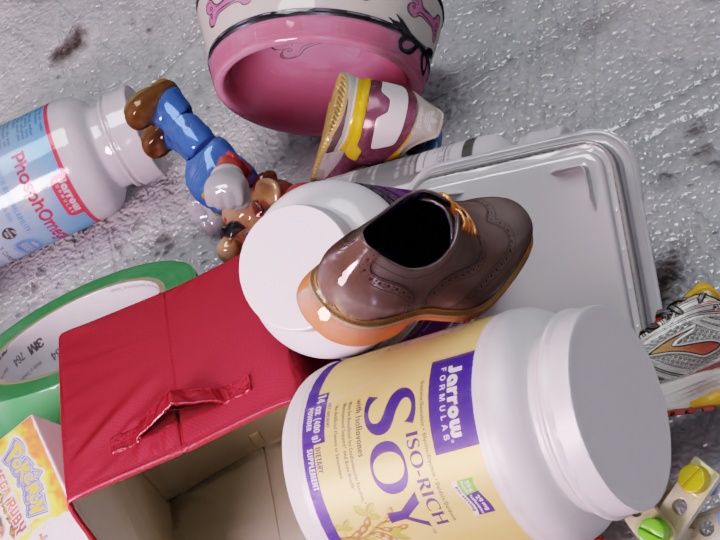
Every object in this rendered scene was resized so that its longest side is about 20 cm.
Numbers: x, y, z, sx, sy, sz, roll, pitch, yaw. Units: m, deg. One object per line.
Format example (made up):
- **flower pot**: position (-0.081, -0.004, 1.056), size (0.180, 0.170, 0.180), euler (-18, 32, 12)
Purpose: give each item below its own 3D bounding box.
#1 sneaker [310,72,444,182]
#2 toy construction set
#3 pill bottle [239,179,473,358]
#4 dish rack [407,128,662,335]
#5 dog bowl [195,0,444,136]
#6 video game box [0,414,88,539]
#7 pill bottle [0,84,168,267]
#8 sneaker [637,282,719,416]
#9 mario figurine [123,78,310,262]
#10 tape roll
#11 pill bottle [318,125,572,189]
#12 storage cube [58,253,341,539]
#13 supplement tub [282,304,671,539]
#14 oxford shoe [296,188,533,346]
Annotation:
- **sneaker**: position (0.014, -0.097, 1.704), size (0.090, 0.200, 0.075), euler (14, 84, -2)
- **toy construction set**: position (0.139, 0.174, 1.400), size (0.200, 0.092, 0.131), euler (-40, 67, 0)
- **pill bottle**: position (0.000, 0.000, 1.428), size (0.112, 0.200, 0.113), euler (-1, 88, 24)
- **dish rack**: position (0.115, 0.012, 1.513), size (0.171, 0.044, 0.201), euler (-12, 84, 19)
- **dog bowl**: position (-0.033, -0.174, 1.763), size (0.199, 0.200, 0.074), euler (-9, 65, 23)
- **video game box**: position (-0.244, 0.231, 1.517), size (0.182, 0.047, 0.200), euler (-37, 59, 11)
- **pill bottle**: position (-0.267, -0.077, 1.858), size (0.199, 0.109, 0.109), euler (-24, 41, 8)
- **sneaker**: position (0.203, 0.052, 1.437), size (0.199, 0.083, 0.078), euler (-9, -2, -6)
- **mario figurine**: position (-0.114, -0.057, 1.738), size (0.200, 0.123, 0.106), euler (42, 116, 26)
- **tape roll**: position (-0.204, 0.064, 1.676), size (0.200, 0.048, 0.201), euler (-23, 20, 9)
- **pill bottle**: position (0.066, -0.033, 1.616), size (0.199, 0.114, 0.114), euler (-14, 44, 18)
- **storage cube**: position (-0.089, 0.120, 1.499), size (0.170, 0.200, 0.180), euler (-24, 35, 8)
- **supplement tub**: position (0.070, 0.105, 1.330), size (0.199, 0.145, 0.146), euler (-18, 41, 31)
- **oxford shoe**: position (0.050, -0.013, 1.311), size (0.071, 0.073, 0.200), euler (46, 38, 15)
